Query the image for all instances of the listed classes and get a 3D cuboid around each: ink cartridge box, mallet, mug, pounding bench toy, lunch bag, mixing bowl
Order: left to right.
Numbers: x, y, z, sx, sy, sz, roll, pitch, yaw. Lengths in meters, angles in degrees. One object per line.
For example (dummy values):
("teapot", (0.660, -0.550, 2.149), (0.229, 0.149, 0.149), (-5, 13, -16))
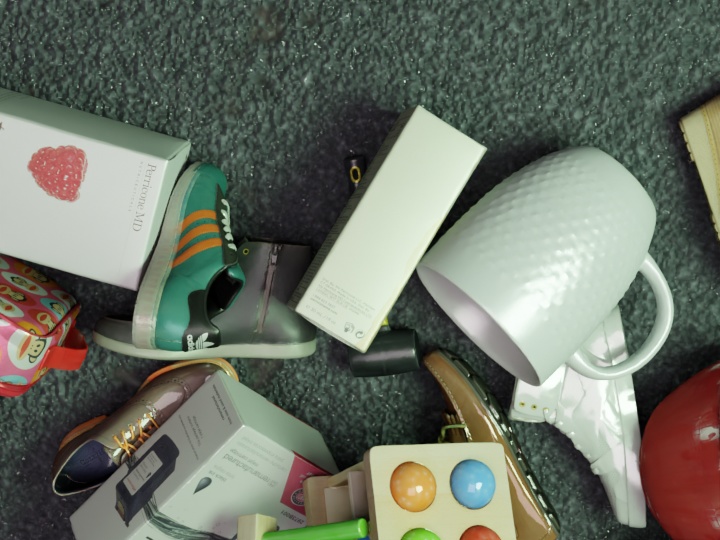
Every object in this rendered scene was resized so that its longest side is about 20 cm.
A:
("lunch bag", (-0.316, 0.038, 1.389), (0.176, 0.200, 0.082), (27, 98, -2))
("ink cartridge box", (-0.137, 0.207, 1.441), (0.200, 0.084, 0.145), (-44, 131, 11))
("mallet", (0.000, 0.000, 1.446), (0.066, 0.041, 0.201), (-15, 96, 9))
("pounding bench toy", (0.011, 0.218, 1.336), (0.199, 0.156, 0.125), (1, 72, -25))
("mug", (0.177, 0.004, 1.370), (0.175, 0.148, 0.200), (-45, 93, -8))
("mixing bowl", (0.311, 0.170, 1.397), (0.108, 0.200, 0.201), (-14, 103, 36))

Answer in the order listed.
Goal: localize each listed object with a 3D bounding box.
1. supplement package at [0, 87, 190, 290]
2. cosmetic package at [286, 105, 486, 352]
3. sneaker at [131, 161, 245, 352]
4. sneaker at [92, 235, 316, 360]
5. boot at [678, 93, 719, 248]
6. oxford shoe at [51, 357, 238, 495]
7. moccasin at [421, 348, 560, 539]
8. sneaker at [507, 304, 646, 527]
("supplement package", (-0.264, -0.075, 1.400), (0.199, 0.120, 0.122), (15, 102, 0))
("cosmetic package", (0.020, -0.035, 1.375), (0.073, 0.104, 0.200), (32, 89, -6))
("sneaker", (-0.132, -0.009, 1.382), (0.080, 0.200, 0.071), (9, 142, 5))
("sneaker", (-0.139, 0.022, 1.444), (0.199, 0.075, 0.107), (0, 98, -5))
("boot", (0.379, -0.073, 1.382), (0.166, 0.072, 0.201), (-19, 97, 10))
("oxford shoe", (-0.194, 0.147, 1.458), (0.200, 0.073, 0.071), (-35, 103, 17))
("moccasin", (0.105, 0.164, 1.452), (0.078, 0.074, 0.202), (-27, 98, 8))
("sneaker", (0.192, 0.137, 1.446), (0.115, 0.074, 0.201), (-10, 92, 8))
